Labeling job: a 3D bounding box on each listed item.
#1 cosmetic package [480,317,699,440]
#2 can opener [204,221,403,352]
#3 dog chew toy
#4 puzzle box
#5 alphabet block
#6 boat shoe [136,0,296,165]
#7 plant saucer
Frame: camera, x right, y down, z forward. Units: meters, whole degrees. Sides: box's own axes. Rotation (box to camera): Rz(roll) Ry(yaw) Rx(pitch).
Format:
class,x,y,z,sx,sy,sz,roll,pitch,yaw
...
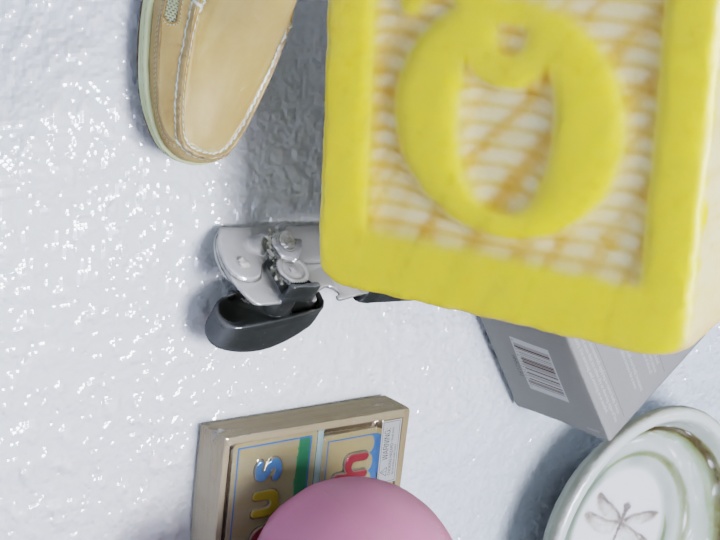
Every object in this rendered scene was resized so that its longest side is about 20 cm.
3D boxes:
class,x,y,z,sx,sy,sz,roll,pitch,yaw
cosmetic package,0.174,-0.004,0.932,0.200,0.090,0.107,-44,127,-24
can opener,0.000,0.000,0.818,0.199,0.053,0.067,-6,143,-37
dog chew toy,-0.043,0.190,0.761,0.199,0.124,0.125,-25,119,-22
puzzle box,-0.039,0.176,0.850,0.132,0.025,0.202,-6,108,-38
alphabet block,0.111,-0.090,0.739,0.200,0.195,0.197,-26,121,-56
boat shoe,-0.052,-0.145,0.698,0.071,0.076,0.202,4,102,-41
plant saucer,0.181,0.183,1.022,0.199,0.050,0.202,-13,112,-36
